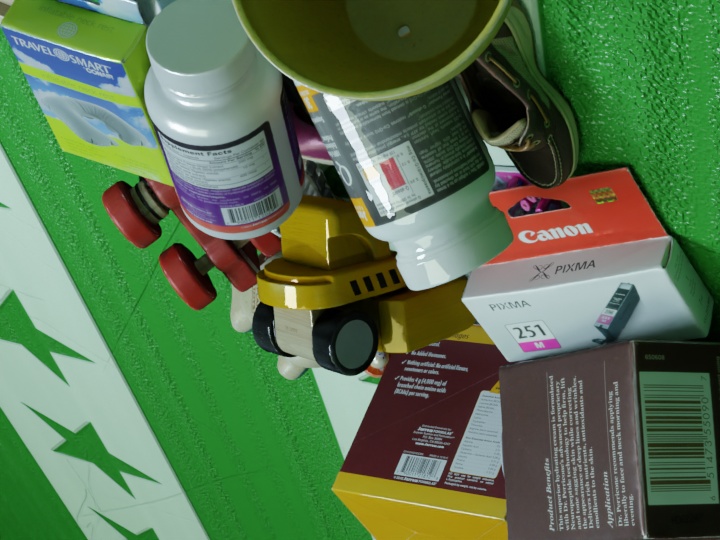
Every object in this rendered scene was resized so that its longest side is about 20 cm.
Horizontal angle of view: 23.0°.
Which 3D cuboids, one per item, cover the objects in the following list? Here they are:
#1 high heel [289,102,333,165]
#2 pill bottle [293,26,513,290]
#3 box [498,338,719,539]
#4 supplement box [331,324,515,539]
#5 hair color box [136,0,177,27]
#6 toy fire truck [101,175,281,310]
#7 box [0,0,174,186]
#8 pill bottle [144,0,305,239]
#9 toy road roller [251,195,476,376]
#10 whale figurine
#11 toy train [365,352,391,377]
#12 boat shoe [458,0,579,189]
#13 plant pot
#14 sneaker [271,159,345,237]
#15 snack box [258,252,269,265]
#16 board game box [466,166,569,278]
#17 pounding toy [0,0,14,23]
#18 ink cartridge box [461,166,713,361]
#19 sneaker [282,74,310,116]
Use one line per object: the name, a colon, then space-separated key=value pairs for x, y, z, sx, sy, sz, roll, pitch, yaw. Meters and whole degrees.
high heel: x=-0.013 y=-0.129 z=1.545 sx=0.200 sy=0.096 sz=0.067 roll=40 pitch=-159 yaw=30
pill bottle: x=0.037 y=-0.094 z=1.381 sx=0.116 sy=0.116 sz=0.201 roll=-11 pitch=107 yaw=56
box: x=0.243 y=0.153 z=1.535 sx=0.163 sy=0.167 sz=0.200 roll=2 pitch=170 yaw=-30
supplement box: x=0.114 y=0.171 z=1.714 sx=0.196 sy=0.201 sz=0.133 roll=5 pitch=147 yaw=35
hair color box: x=-0.166 y=-0.210 z=1.491 sx=0.099 sy=0.060 sz=0.200 roll=65 pitch=160 yaw=17
toy fire truck: x=-0.163 y=-0.070 z=1.699 sx=0.200 sy=0.112 sz=0.168 roll=50 pitch=-172 yaw=-23
box: x=-0.216 y=-0.156 z=1.464 sx=0.121 sy=0.048 sz=0.200 roll=18 pitch=153 yaw=20
pill bottle: x=-0.111 y=-0.124 z=1.423 sx=0.111 sy=0.112 sz=0.200 roll=22 pitch=151 yaw=21
toy road roller: x=0.000 y=0.000 z=1.582 sx=0.123 sy=0.199 sz=0.147 roll=13 pitch=113 yaw=49
whale figurine: x=-0.055 y=0.030 z=1.784 sx=0.103 sy=0.160 sz=0.199 roll=0 pitch=180 yaw=-37
toy train: x=0.012 y=0.112 z=1.918 sx=0.199 sy=0.056 sz=0.151 roll=18 pitch=151 yaw=27
boat shoe: x=0.112 y=-0.123 z=1.361 sx=0.072 sy=0.072 sz=0.200 roll=11 pitch=147 yaw=31
plant pot: x=0.023 y=-0.205 z=1.219 sx=0.199 sy=0.201 sz=0.142 roll=25 pitch=-178 yaw=15
sneaker: x=-0.061 y=-0.059 z=1.641 sx=0.084 sy=0.075 sz=0.200 roll=23 pitch=169 yaw=45
snack box: x=-0.017 y=0.032 z=1.843 sx=0.199 sy=0.024 sz=0.072 roll=18 pitch=151 yaw=27
board game box: x=0.125 y=-0.019 z=1.591 sx=0.199 sy=0.026 sz=0.200 roll=6 pitch=144 yaw=43
pounding toy: x=-0.305 y=-0.302 z=1.479 sx=0.183 sy=0.143 sz=0.200 roll=21 pitch=153 yaw=-1
ink cartridge box: x=0.173 y=0.000 z=1.496 sx=0.199 sy=0.044 sz=0.174 roll=-9 pitch=136 yaw=35
sneaker: x=-0.041 y=-0.164 z=1.481 sx=0.200 sy=0.075 sz=0.106 roll=44 pitch=158 yaw=-4
